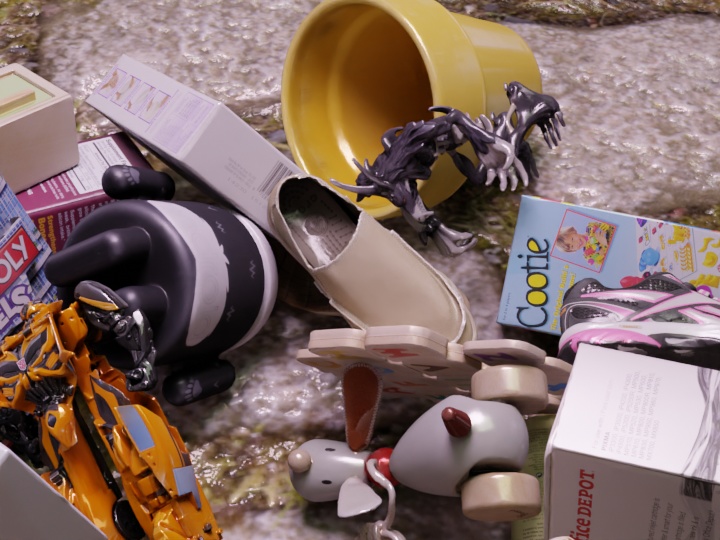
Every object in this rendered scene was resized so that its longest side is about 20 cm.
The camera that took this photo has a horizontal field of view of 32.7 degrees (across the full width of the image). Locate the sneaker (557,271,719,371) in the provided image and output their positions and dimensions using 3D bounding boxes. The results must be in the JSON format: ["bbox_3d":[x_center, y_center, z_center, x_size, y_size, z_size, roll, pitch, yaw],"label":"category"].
[{"bbox_3d":[0.238,0.038,0.886,0.200,0.080,0.086,8,48,-9],"label":"sneaker"}]

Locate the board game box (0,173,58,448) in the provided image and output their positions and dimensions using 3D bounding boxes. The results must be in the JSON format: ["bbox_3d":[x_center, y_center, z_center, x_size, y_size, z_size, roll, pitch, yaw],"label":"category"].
[{"bbox_3d":[-0.286,0.023,0.843,0.062,0.200,0.200,4,45,35],"label":"board game box"}]

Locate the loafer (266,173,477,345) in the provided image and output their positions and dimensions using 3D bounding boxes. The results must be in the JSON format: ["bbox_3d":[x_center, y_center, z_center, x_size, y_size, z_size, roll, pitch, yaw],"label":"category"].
[{"bbox_3d":[0.000,0.000,0.901,0.200,0.068,0.076,40,88,17],"label":"loafer"}]

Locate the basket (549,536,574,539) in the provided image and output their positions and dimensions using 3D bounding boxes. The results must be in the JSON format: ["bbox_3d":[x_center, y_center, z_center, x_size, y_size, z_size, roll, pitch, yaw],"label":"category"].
[{"bbox_3d":[0.064,0.270,0.624,0.200,0.198,0.161,-15,43,-20],"label":"basket"}]

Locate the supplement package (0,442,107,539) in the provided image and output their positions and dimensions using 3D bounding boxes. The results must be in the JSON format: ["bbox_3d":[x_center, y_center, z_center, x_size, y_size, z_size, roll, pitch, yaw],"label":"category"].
[{"bbox_3d":[-0.280,0.171,0.686,0.151,0.152,0.200,28,69,24],"label":"supplement package"}]

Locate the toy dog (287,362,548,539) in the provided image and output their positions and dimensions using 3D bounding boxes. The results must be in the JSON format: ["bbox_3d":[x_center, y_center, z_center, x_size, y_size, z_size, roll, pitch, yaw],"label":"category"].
[{"bbox_3d":[0.026,0.117,0.785,0.200,0.096,0.132,-33,50,21],"label":"toy dog"}]

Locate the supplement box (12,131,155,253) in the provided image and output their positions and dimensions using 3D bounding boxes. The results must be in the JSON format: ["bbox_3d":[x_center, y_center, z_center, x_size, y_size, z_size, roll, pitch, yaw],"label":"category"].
[{"bbox_3d":[-0.264,-0.026,0.990,0.200,0.110,0.086,-17,43,-24],"label":"supplement box"}]

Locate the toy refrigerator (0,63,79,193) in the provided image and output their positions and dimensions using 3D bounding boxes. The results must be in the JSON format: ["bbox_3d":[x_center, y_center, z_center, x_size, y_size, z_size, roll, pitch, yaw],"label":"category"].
[{"bbox_3d":[-0.315,-0.085,0.915,0.076,0.070,0.200,31,46,32],"label":"toy refrigerator"}]

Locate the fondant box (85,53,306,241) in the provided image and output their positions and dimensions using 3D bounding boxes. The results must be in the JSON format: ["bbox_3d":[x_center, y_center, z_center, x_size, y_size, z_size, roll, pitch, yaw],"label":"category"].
[{"bbox_3d":[-0.127,-0.100,1.023,0.058,0.144,0.200,-54,38,-4],"label":"fondant box"}]

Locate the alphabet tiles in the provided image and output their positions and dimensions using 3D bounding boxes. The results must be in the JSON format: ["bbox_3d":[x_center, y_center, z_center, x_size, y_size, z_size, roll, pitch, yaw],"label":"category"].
[{"bbox_3d":[0.060,0.074,0.856,0.195,0.200,0.015,-5,69,39],"label":"alphabet tiles"}]

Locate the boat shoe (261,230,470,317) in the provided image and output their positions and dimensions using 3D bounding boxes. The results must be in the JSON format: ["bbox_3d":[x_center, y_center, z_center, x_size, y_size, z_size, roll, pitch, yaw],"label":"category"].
[{"bbox_3d":[-0.004,0.008,1.019,0.200,0.072,0.065,16,-2,32],"label":"boat shoe"}]

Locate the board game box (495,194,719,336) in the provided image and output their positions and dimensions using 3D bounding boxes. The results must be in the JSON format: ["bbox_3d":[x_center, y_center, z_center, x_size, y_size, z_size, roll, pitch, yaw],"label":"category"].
[{"bbox_3d":[0.217,0.009,0.978,0.200,0.105,0.103,12,4,7],"label":"board game box"}]

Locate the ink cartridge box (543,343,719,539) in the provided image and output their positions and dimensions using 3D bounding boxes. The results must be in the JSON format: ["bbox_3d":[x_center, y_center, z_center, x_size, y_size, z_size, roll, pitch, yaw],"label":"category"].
[{"bbox_3d":[0.219,0.132,0.748,0.200,0.147,0.083,11,54,16],"label":"ink cartridge box"}]

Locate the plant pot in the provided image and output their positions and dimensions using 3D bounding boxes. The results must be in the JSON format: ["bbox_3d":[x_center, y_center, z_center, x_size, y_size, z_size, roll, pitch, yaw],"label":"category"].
[{"bbox_3d":[0.060,-0.156,1.127,0.189,0.201,0.201,-13,42,-43],"label":"plant pot"}]

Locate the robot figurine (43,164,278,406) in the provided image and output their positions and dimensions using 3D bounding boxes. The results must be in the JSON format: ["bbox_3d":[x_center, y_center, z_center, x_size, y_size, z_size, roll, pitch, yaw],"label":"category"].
[{"bbox_3d":[-0.146,0.009,0.916,0.125,0.150,0.200,22,11,22],"label":"robot figurine"}]

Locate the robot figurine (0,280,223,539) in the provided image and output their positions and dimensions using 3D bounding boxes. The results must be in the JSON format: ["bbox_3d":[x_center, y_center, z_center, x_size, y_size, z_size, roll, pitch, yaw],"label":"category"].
[{"bbox_3d":[-0.175,0.107,0.793,0.200,0.145,0.058,60,24,10],"label":"robot figurine"}]

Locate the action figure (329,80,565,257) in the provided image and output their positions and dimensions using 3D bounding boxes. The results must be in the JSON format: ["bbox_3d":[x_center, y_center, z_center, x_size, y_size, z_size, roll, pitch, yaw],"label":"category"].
[{"bbox_3d":[0.076,-0.077,0.947,0.200,0.119,0.102,-25,75,-36],"label":"action figure"}]

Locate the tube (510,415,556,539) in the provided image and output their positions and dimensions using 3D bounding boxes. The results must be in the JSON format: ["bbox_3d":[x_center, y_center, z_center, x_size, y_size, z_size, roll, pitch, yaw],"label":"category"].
[{"bbox_3d":[0.130,0.192,0.836,0.058,0.052,0.200,-27,38,27],"label":"tube"}]
